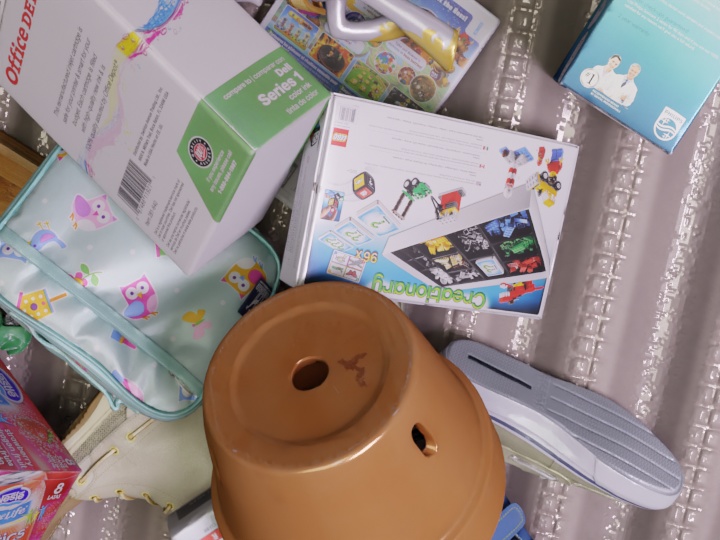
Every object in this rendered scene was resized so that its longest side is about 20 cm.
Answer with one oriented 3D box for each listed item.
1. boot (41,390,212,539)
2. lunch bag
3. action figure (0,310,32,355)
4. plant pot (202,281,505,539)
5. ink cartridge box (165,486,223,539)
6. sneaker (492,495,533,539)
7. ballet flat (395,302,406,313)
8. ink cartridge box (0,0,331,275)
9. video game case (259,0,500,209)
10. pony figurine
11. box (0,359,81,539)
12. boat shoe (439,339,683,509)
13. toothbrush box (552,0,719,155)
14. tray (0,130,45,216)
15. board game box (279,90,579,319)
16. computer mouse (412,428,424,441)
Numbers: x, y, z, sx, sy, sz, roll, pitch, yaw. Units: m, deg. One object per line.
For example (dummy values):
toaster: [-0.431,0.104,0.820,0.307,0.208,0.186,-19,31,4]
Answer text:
boot: [-0.163,0.170,0.892,0.154,0.072,0.201,39,100,-1]
lunch bag: [-0.162,0.008,0.823,0.199,0.077,0.161,37,71,-6]
action figure: [-0.333,0.008,0.852,0.199,0.118,0.055,32,99,-25]
plant pot: [-0.016,0.103,0.733,0.197,0.202,0.141,-11,138,10]
ink cartridge box: [-0.028,0.225,0.853,0.161,0.050,0.202,-32,101,-9]
sneaker: [0.106,0.215,0.843,0.074,0.082,0.202,-34,100,-24]
ballet flat: [0.000,0.000,0.827,0.066,0.064,0.203,-3,107,0]
ink cartridge box: [-0.135,-0.121,0.745,0.200,0.084,0.145,44,141,5]
video game case: [-0.013,-0.141,0.841,0.143,0.018,0.201,37,103,2]
pony figurine: [-0.021,-0.236,0.753,0.197,0.167,0.196,9,109,-9]
box: [-0.308,0.119,0.852,0.200,0.095,0.100,43,106,31]
boat shoe: [0.139,0.120,0.847,0.198,0.072,0.063,30,128,6]
toothbrush box: [0.210,-0.185,0.733,0.085,0.146,0.202,31,102,2]
tray: [-0.314,-0.071,0.891,0.198,0.037,0.099,31,103,1]
board game box: [0.050,-0.041,0.784,0.197,0.035,0.128,8,98,-27]
computer mouse: [0.007,0.168,0.801,0.199,0.034,0.059,-37,99,1]
